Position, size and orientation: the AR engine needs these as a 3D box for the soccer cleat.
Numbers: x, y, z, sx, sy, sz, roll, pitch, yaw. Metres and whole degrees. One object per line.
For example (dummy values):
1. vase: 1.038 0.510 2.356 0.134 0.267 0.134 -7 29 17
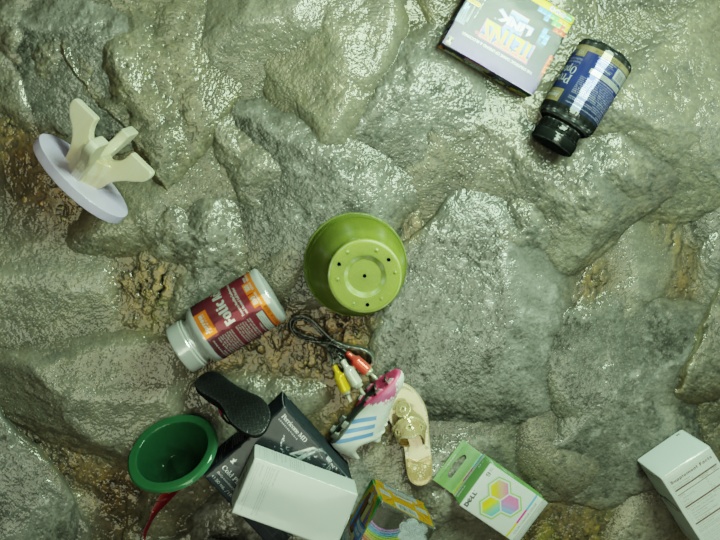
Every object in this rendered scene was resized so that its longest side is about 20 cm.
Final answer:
1. soccer cleat: 0.027 0.277 1.694 0.086 0.070 0.200 41 97 -15

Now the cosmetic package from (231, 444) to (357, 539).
1. cosmetic package: -0.116 0.401 1.562 0.200 0.081 0.113 24 94 -10

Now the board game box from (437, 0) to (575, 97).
1. board game box: 0.270 -0.444 1.637 0.200 0.057 0.165 28 92 -8

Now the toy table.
1. toy table: -0.462 -0.194 1.546 0.200 0.184 0.117 41 108 -17

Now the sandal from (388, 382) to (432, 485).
1. sandal: 0.103 0.321 1.700 0.078 0.070 0.212 -14 97 -4

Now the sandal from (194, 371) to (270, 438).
1. sandal: -0.231 0.251 1.621 0.075 0.200 0.045 -30 131 -31

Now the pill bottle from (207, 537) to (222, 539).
1. pill bottle: -0.210 0.591 1.676 0.200 0.120 0.120 16 95 -8

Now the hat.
1. hat: -0.339 0.393 1.678 0.200 0.166 0.176 -8 135 11

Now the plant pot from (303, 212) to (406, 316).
1. plant pot: 0.000 0.000 1.592 0.200 0.193 0.201 -1 97 -6

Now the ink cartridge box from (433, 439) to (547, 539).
1. ink cartridge box: 0.255 0.436 1.733 0.200 0.059 0.104 36 92 -8

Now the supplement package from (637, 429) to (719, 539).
1. supplement package: 0.667 0.440 1.745 0.117 0.117 0.200 -34 98 -1

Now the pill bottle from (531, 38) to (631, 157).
1. pill bottle: 0.407 -0.318 1.636 0.112 0.112 0.200 31 92 -8

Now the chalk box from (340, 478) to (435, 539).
1. chalk box: 0.036 0.530 1.692 0.125 0.124 0.200 29 94 -9

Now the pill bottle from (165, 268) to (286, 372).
1. pill bottle: -0.248 0.094 1.618 0.200 0.114 0.114 -32 98 -2

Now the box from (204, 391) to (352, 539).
1. box: -0.154 0.375 1.657 0.197 0.124 0.200 -41 99 -2

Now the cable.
1. cable: -0.047 0.150 1.676 0.097 0.050 0.200 -41 99 -3
